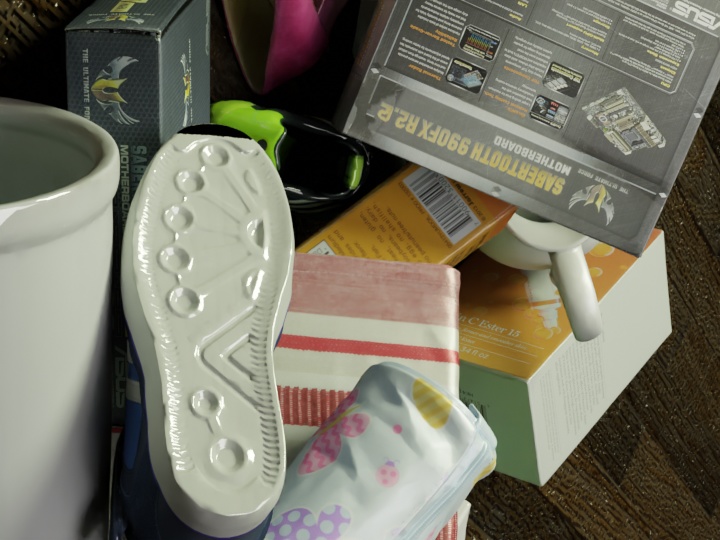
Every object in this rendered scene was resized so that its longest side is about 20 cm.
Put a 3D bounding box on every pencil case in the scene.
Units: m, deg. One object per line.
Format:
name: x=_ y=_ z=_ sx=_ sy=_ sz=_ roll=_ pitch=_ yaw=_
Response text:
pencil case: x=-0.016 y=0.139 z=0.810 sx=0.083 sy=0.090 sz=0.200 roll=49 pitch=64 yaw=-22

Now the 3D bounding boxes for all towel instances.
towel: x=-0.017 y=0.088 z=0.890 sx=0.023 sy=0.142 sz=0.202 roll=117 pitch=-23 yaw=-68

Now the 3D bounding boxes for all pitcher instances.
pitcher: x=0.127 y=-0.037 z=1.136 sx=0.200 sy=0.120 sz=0.174 roll=14 pitch=64 yaw=-87

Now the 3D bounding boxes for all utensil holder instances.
utensil holder: x=-0.190 y=0.041 z=0.736 sx=0.169 sy=0.169 sz=0.202 roll=-25 pitch=125 yaw=-48

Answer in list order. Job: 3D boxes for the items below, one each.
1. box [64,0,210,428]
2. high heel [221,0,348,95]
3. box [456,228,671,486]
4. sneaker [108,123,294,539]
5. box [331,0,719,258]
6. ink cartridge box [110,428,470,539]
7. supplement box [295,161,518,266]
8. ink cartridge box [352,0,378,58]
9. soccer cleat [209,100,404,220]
box: x=-0.110 y=-0.042 z=0.853 sx=0.158 sy=0.050 sz=0.202 roll=-78 pitch=170 yaw=-71
high heel: x=-0.073 y=-0.162 z=0.912 sx=0.096 sy=0.067 sz=0.200 roll=-52 pitch=157 yaw=7
box: x=0.129 y=0.048 z=1.232 sx=0.200 sy=0.123 sz=0.098 roll=-42 pitch=134 yaw=-39
sneaker: x=-0.081 y=0.051 z=0.772 sx=0.147 sy=0.080 sz=0.202 roll=122 pitch=-32 yaw=-57
box: x=0.103 y=-0.118 z=0.963 sx=0.198 sy=0.048 sz=0.160 roll=21 pitch=99 yaw=-12
ink cartridge box: x=-0.057 y=0.152 z=0.927 sx=0.147 sy=0.199 sz=0.083 roll=-56 pitch=166 yaw=-25
supplement box: x=0.000 y=0.000 z=1.010 sx=0.199 sy=0.069 sz=0.067 roll=-35 pitch=173 yaw=-15
ink cartridge box: x=0.092 y=-0.202 z=1.116 sx=0.199 sy=0.084 sz=0.148 roll=-3 pitch=106 yaw=-54
soccer cleat: x=-0.021 y=-0.062 z=1.011 sx=0.199 sy=0.080 sz=0.068 roll=6 pitch=98 yaw=-56
